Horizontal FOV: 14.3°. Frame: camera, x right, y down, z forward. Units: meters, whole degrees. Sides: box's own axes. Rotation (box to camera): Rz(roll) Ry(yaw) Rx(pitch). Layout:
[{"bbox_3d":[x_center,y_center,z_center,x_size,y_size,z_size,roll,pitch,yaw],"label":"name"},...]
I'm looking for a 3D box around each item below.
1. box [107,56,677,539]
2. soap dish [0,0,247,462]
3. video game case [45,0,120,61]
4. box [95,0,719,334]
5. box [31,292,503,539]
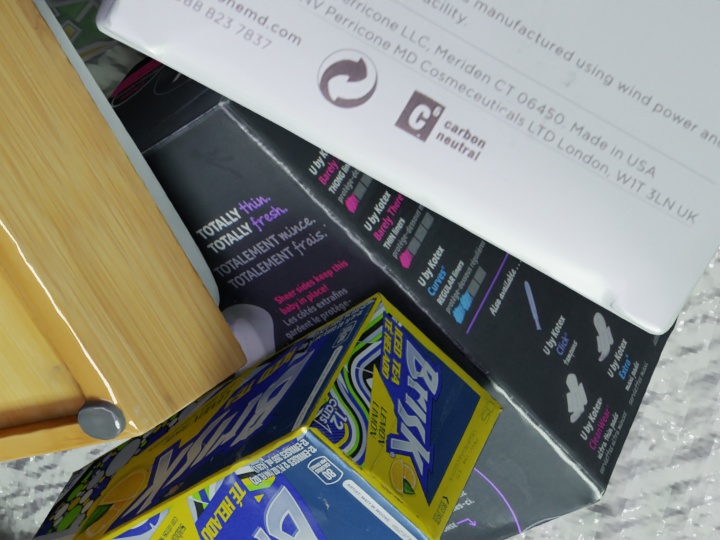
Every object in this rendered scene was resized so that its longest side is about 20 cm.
[{"bbox_3d":[0.000,0.000,1.042,0.200,0.106,0.122,46,134,-18],"label":"box"},{"bbox_3d":[-0.151,-0.018,0.955,0.157,0.081,0.200,-11,126,28],"label":"soap dish"},{"bbox_3d":[-0.122,-0.171,1.016,0.182,0.023,0.200,-24,116,30],"label":"video game case"},{"bbox_3d":[0.051,-0.120,0.886,0.199,0.131,0.200,29,101,-8],"label":"box"},{"bbox_3d":[-0.043,0.084,1.014,0.064,0.070,0.200,42,138,-15],"label":"box"}]
